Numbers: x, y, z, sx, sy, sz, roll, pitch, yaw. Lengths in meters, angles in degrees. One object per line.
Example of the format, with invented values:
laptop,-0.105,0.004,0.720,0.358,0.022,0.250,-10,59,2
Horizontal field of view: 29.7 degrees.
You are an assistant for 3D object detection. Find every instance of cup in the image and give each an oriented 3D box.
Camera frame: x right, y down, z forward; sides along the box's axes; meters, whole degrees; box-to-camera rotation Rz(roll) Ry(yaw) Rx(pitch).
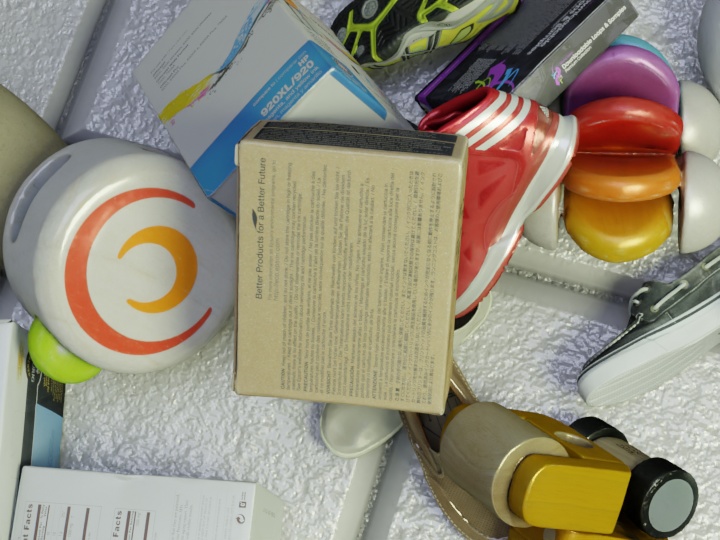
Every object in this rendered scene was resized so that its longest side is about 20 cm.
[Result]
cup,-0.337,-0.079,1.210,0.142,0.200,0.202,17,75,-15

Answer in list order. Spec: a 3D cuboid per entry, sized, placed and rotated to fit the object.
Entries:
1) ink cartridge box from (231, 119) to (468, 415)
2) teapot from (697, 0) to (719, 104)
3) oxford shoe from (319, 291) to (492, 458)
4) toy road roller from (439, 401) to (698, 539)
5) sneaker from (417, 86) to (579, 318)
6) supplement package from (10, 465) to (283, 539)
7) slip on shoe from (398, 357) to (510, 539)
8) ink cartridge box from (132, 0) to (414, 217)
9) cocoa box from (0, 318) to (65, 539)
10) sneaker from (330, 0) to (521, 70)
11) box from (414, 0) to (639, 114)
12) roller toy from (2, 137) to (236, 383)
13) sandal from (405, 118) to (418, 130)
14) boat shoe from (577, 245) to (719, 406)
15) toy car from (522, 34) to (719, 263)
ink cartridge box,-0.008,-0.003,1.010,0.163,0.075,0.202,6,112,7
teapot,0.383,-0.214,1.130,0.197,0.146,0.201,-30,71,-15
oxford shoe,0.035,0.074,1.161,0.075,0.058,0.200,41,85,16
toy road roller,0.149,0.193,1.048,0.199,0.123,0.147,14,98,-30
sneaker,0.076,-0.061,1.066,0.115,0.079,0.201,25,117,-10
supplement package,-0.174,0.229,1.118,0.198,0.114,0.111,2,73,11
slip on shoe,0.081,0.145,1.105,0.076,0.061,0.201,-23,92,5
ink cartridge box,-0.070,-0.135,1.140,0.145,0.147,0.200,-46,47,11
cocoa box,-0.337,0.155,1.155,0.132,0.131,0.202,-1,74,9
sneaker,0.055,-0.218,1.221,0.199,0.076,0.076,-15,66,36
box,0.135,-0.180,1.156,0.143,0.200,0.036,-45,107,-5
roller toy,-0.199,-0.016,1.146,0.199,0.140,0.184,-14,109,-26
sandal,0.005,-0.115,1.234,0.075,0.045,0.200,-42,57,-9
boat shoe,0.256,0.042,1.138,0.199,0.072,0.071,-29,64,-12
toy car,0.214,-0.112,1.122,0.173,0.151,0.201,0,48,10
